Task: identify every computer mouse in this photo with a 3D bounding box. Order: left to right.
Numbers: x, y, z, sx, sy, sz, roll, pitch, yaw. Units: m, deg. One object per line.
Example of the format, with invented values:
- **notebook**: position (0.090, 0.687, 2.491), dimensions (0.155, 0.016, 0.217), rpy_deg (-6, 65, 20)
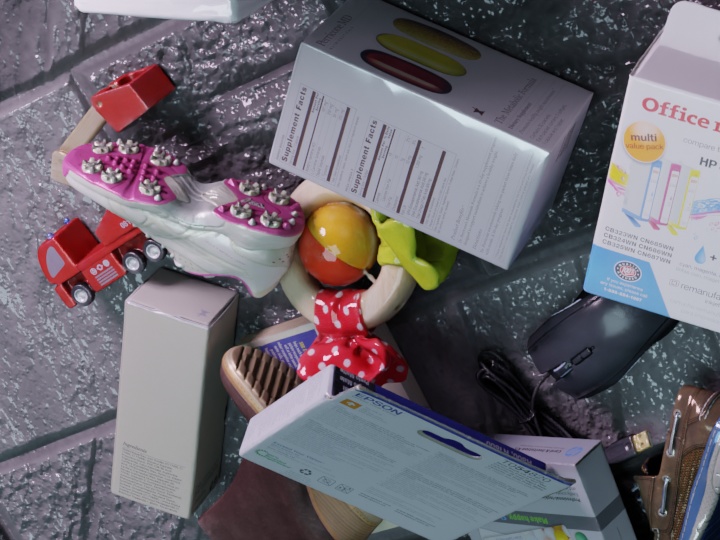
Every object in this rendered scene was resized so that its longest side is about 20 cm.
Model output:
- **computer mouse**: position (0.189, 0.085, 1.719), dimensions (0.200, 0.046, 0.140), rpy_deg (-37, 96, 34)

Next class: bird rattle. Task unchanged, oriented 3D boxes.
- **bird rattle**: position (0.000, 0.000, 1.737), dimensions (0.163, 0.113, 0.200), rpy_deg (47, 124, 22)

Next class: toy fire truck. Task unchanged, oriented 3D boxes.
- **toy fire truck**: position (-0.208, -0.066, 1.813), dimensions (0.200, 0.049, 0.141), rpy_deg (-29, 101, 34)

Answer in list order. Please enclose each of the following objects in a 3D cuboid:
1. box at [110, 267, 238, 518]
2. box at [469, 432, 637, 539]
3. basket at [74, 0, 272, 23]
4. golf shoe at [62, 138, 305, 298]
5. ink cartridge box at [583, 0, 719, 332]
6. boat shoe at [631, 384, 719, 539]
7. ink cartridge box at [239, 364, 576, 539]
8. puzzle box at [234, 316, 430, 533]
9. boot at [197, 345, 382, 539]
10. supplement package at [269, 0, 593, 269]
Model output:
- **box**: position (-0.159, 0.105, 1.871), dimensions (0.082, 0.068, 0.200), rpy_deg (18, 121, 14)
- **box**: position (0.159, 0.228, 1.782), dimensions (0.156, 0.041, 0.200), rpy_deg (0, 119, 48)
- **basket**: position (-0.110, -0.263, 1.578), dimensions (0.136, 0.200, 0.123), rpy_deg (6, 114, 21)
- **golf shoe**: position (-0.145, -0.038, 1.732), dimensions (0.200, 0.075, 0.092), rpy_deg (20, 128, 10)
- **ink cartridge box**: position (0.249, -0.079, 1.558), dimensions (0.129, 0.125, 0.200), rpy_deg (17, 122, 15)
- **boat shoe**: position (0.256, 0.170, 1.728), dimensions (0.072, 0.072, 0.200), rpy_deg (33, 128, 25)
- **ink cartridge box**: position (0.036, 0.138, 1.696), dimensions (0.200, 0.041, 0.200), rpy_deg (26, 150, -20)
- **puzzle box**: position (-0.005, 0.125, 1.839), dimensions (0.133, 0.025, 0.200), rpy_deg (-18, 107, 31)
- **boot**: position (-0.086, 0.173, 1.840), dimensions (0.166, 0.072, 0.200), rpy_deg (-37, 101, 32)
- **supplement package**: position (0.052, -0.106, 1.638), dimensions (0.200, 0.114, 0.110), rpy_deg (24, 125, 10)
